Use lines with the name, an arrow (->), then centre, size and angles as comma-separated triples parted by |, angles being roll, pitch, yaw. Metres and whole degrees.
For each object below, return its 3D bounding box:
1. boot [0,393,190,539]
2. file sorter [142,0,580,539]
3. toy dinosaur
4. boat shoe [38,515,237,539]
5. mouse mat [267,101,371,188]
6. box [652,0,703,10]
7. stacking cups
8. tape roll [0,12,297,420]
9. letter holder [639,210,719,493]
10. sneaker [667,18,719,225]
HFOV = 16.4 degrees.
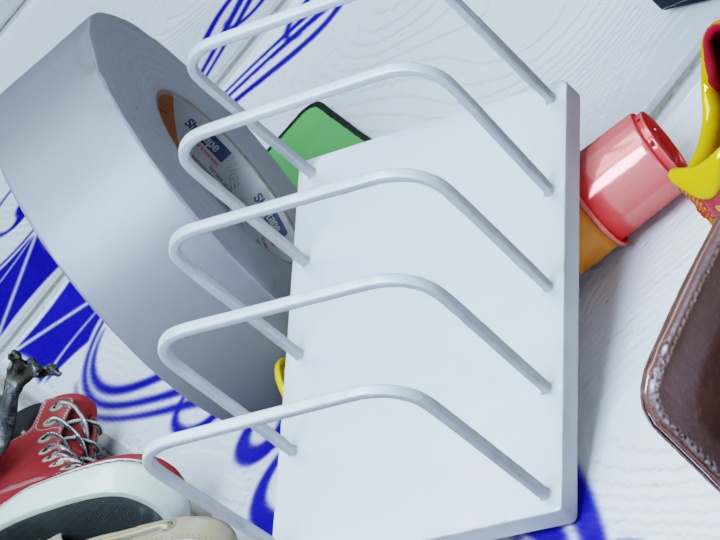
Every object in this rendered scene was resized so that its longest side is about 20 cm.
boot -> -0.142, 0.101, 1.261 | 0.200, 0.072, 0.145 | -29, 28, 42
file sorter -> 0.000, 0.000, 1.012 | 0.138, 0.124, 0.201 | -15, 55, 29
toy dinosaur -> -0.195, 0.084, 1.254 | 0.088, 0.047, 0.200 | -55, 10, 27
boat shoe -> -0.137, 0.159, 1.164 | 0.199, 0.072, 0.065 | -20, 34, 36
mouse mat -> -0.047, -0.011, 1.343 | 0.161, 0.008, 0.200 | -48, 24, 0
box -> 0.140, -0.233, 1.125 | 0.132, 0.200, 0.115 | -8, 46, 54
stacking cups -> 0.053, 0.002, 1.092 | 0.200, 0.060, 0.061 | -40, 25, 14
tape roll -> -0.085, -0.025, 1.186 | 0.066, 0.200, 0.201 | -38, 26, 12
letter holder -> 0.195, -0.002, 0.760 | 0.201, 0.142, 0.100 | -56, 25, -19
sneaker -> 0.179, -0.094, 1.007 | 0.073, 0.077, 0.201 | -26, 31, 43
